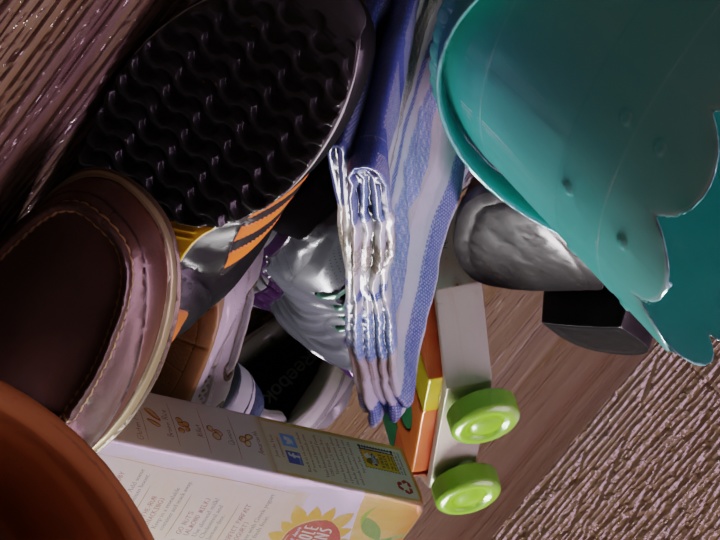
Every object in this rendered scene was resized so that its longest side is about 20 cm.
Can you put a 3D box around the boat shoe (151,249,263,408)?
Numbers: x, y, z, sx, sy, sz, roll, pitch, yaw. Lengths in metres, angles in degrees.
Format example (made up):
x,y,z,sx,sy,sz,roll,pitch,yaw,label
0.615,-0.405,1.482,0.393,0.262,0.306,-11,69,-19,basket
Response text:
x,y,z,sx,sy,sz,roll,pitch,yaw,label
-0.088,0.057,1.104,0.069,0.071,0.200,-34,160,-52,boat shoe

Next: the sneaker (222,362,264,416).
x,y,z,sx,sy,sz,roll,pitch,yaw,label
-0.075,0.137,1.219,0.202,0.146,0.077,-47,-152,22,sneaker

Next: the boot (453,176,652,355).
x,y,z,sx,sy,sz,roll,pitch,yaw,label
0.108,-0.082,1.200,0.188,0.068,0.201,31,65,-54,boot

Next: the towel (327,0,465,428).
x,y,z,sx,sy,sz,roll,pitch,yaw,label
0.018,-0.047,1.027,0.200,0.024,0.148,84,17,-59,towel

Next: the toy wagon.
x,y,z,sx,sy,sz,roll,pitch,yaw,label
0.030,0.039,1.279,0.039,0.156,0.200,-9,148,-11,toy wagon

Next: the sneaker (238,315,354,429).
x,y,z,sx,sy,sz,roll,pitch,yaw,label
-0.071,0.089,1.297,0.200,0.074,0.089,-56,171,-13,sneaker

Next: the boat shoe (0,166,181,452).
x,y,z,sx,sy,sz,roll,pitch,yaw,label
-0.129,0.050,0.916,0.200,0.072,0.068,-52,171,31,boat shoe

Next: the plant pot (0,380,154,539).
x,y,z,sx,sy,sz,roll,pitch,yaw,label
-0.154,0.120,0.797,0.200,0.200,0.140,-47,-174,-6,plant pot

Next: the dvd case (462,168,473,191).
x,y,z,sx,sy,sz,roll,pitch,yaw,label
0.067,-0.094,1.330,0.143,0.018,0.200,-40,166,-39,dvd case

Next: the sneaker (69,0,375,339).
x,y,z,sx,sy,sz,roll,pitch,yaw,label
-0.051,-0.041,0.936,0.200,0.070,0.090,-51,177,36,sneaker

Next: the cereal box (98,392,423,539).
x,y,z,sx,sy,sz,roll,pitch,yaw,label
-0.093,0.112,1.059,0.199,0.040,0.144,16,125,-32,cereal box

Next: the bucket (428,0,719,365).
x,y,z,sx,sy,sz,roll,pitch,yaw,label
0.131,-0.083,0.983,0.207,0.135,0.208,-36,151,-24,bucket

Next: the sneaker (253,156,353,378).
x,y,z,sx,sy,sz,roll,pitch,yaw,label
0.000,0.000,1.149,0.074,0.088,0.200,-45,177,-9,sneaker
